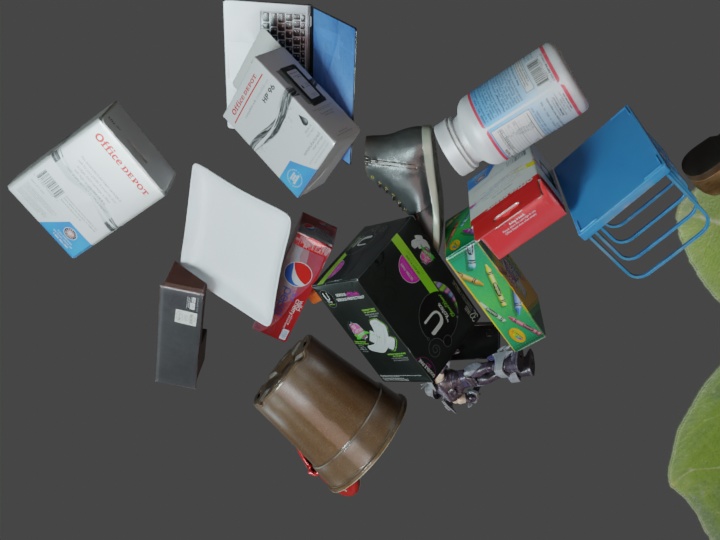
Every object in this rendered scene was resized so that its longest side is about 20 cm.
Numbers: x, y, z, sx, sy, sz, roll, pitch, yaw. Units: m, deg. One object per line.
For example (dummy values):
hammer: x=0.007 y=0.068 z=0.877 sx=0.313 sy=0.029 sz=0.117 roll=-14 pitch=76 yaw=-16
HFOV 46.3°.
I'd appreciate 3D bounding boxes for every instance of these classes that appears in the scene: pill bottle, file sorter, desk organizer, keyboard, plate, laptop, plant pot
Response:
pill bottle: x=0.206 y=-0.218 z=1.169 sx=0.199 sy=0.109 sz=0.109 roll=-30 pitch=113 yaw=20
file sorter: x=0.374 y=-0.107 z=1.169 sx=0.122 sy=0.201 sz=0.139 roll=39 pitch=116 yaw=-21
desk organizer: x=-0.292 y=0.091 z=1.396 sx=0.071 sy=0.077 sz=0.202 roll=11 pitch=124 yaw=-2
keyboard: x=0.134 y=0.099 z=1.406 sx=0.197 sy=0.021 sz=0.128 roll=-3 pitch=125 yaw=5
plate: x=-0.191 y=-0.042 z=1.307 sx=0.199 sy=0.032 sz=0.202 roll=29 pitch=123 yaw=24
laptop: x=-0.102 y=-0.262 z=1.167 sx=0.197 sy=0.116 sz=0.189 roll=4 pitch=119 yaw=2
plant pot: x=-0.059 y=0.226 z=1.406 sx=0.198 sy=0.201 sz=0.200 roll=41 pitch=115 yaw=-8

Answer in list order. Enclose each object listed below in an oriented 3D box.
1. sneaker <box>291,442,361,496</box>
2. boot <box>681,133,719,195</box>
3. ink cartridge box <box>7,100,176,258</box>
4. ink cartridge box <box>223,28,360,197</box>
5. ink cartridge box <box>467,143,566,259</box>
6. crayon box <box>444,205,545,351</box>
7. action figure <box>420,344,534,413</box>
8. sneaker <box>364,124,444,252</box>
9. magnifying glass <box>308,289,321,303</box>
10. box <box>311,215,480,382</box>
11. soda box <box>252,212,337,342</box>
sneaker: x=-0.070 y=0.349 z=1.526 sx=0.076 sy=0.085 sz=0.201 roll=-27 pitch=114 yaw=19
boot: x=0.562 y=-0.179 z=1.195 sx=0.199 sy=0.074 sz=0.075 roll=-33 pitch=131 yaw=25
ink cartridge box: x=-0.405 y=-0.136 z=1.281 sx=0.199 sy=0.086 sz=0.147 roll=-30 pitch=113 yaw=18
ink cartridge box: x=-0.109 y=-0.215 z=1.145 sx=0.200 sy=0.068 sz=0.116 roll=47 pitch=132 yaw=7
ink cartridge box: x=0.217 y=-0.096 z=1.184 sx=0.116 sy=0.201 sz=0.067 roll=-36 pitch=111 yaw=22
crayon box: x=0.205 y=0.012 z=1.293 sx=0.058 sy=0.119 sz=0.201 roll=-31 pitch=113 yaw=20
action figure: x=0.189 y=0.176 z=1.408 sx=0.198 sy=0.070 sz=0.130 roll=-20 pitch=137 yaw=26
sneaker: x=0.068 y=-0.116 z=1.267 sx=0.105 sy=0.075 sz=0.203 roll=-4 pitch=111 yaw=13
magnifying glass: x=0.000 y=0.000 z=1.363 sx=0.199 sy=0.022 sz=0.080 roll=-29 pitch=113 yaw=17
box: x=0.055 y=0.046 z=1.264 sx=0.124 sy=0.149 sz=0.201 roll=-8 pitch=124 yaw=53
soda box: x=-0.106 y=0.012 z=1.348 sx=0.063 sy=0.070 sz=0.201 roll=24 pitch=119 yaw=-9
